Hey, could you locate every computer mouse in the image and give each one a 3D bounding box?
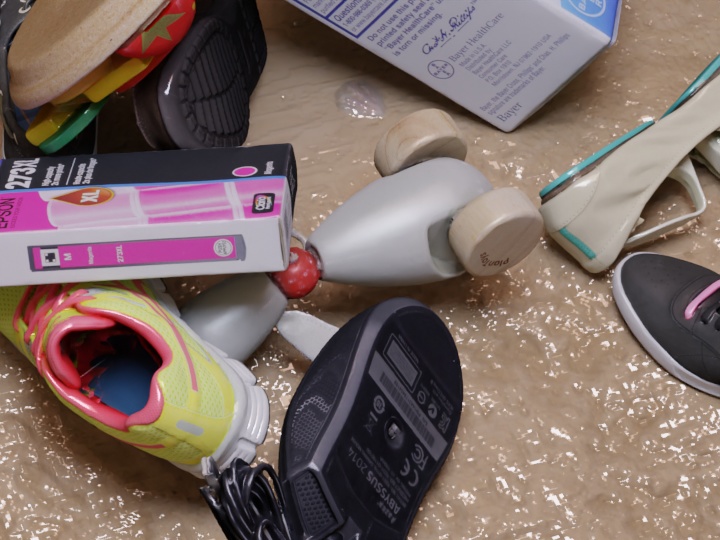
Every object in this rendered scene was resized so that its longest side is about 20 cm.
[{"bbox_3d":[-0.012,0.093,1.421,0.053,0.139,0.200,-12,34,38],"label":"computer mouse"}]

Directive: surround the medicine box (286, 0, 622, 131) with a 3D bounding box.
[{"bbox_3d":[0.047,-0.212,1.624,0.200,0.103,0.182,30,47,-19],"label":"medicine box"}]

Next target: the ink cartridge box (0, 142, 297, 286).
[{"bbox_3d":[-0.133,-0.027,1.451,0.200,0.037,0.095,-5,26,4],"label":"ink cartridge box"}]

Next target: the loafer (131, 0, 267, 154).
[{"bbox_3d":[-0.099,-0.105,1.571,0.071,0.073,0.200,-11,16,11],"label":"loafer"}]

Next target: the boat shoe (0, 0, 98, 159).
[{"bbox_3d":[-0.174,-0.122,1.608,0.069,0.057,0.200,-2,50,-7],"label":"boat shoe"}]

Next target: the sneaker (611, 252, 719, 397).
[{"bbox_3d":[0.218,0.028,1.490,0.200,0.099,0.071,37,58,25],"label":"sneaker"}]

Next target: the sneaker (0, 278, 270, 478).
[{"bbox_3d":[-0.135,0.030,1.436,0.200,0.090,0.078,31,96,35],"label":"sneaker"}]

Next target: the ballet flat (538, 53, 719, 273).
[{"bbox_3d":[0.180,-0.065,1.596,0.069,0.070,0.200,38,59,24],"label":"ballet flat"}]

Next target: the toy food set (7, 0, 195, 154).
[{"bbox_3d":[-0.111,-0.155,1.495,0.049,0.198,0.200,42,44,-19],"label":"toy food set"}]

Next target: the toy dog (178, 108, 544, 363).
[{"bbox_3d":[0.000,0.000,1.518,0.200,0.096,0.132,-13,54,3],"label":"toy dog"}]
